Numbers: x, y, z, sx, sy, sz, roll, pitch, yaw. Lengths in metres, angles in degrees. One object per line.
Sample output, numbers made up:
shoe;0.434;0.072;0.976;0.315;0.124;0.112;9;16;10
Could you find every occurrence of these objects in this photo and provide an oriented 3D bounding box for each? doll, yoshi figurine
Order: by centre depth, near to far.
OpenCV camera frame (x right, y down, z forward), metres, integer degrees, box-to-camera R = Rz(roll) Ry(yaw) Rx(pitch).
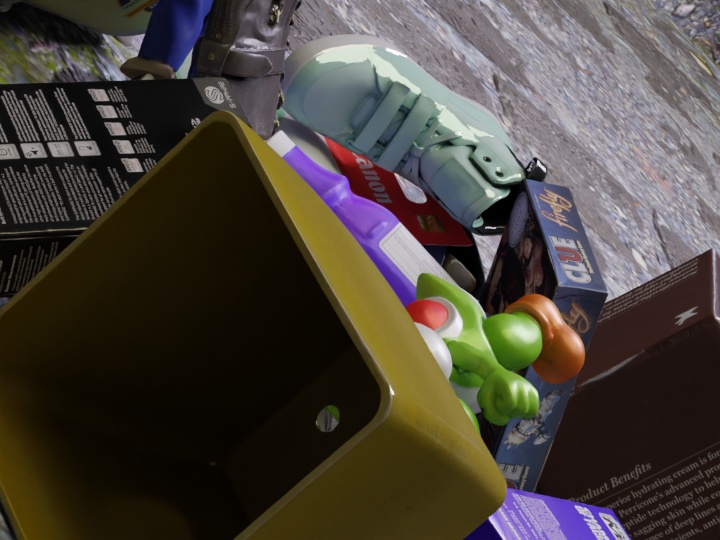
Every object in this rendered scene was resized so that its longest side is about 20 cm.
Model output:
yoshi figurine;0.051;0.076;1.603;0.112;0.113;0.200;24;19;25
doll;-0.090;-0.205;1.837;0.048;0.200;0.136;5;-23;45

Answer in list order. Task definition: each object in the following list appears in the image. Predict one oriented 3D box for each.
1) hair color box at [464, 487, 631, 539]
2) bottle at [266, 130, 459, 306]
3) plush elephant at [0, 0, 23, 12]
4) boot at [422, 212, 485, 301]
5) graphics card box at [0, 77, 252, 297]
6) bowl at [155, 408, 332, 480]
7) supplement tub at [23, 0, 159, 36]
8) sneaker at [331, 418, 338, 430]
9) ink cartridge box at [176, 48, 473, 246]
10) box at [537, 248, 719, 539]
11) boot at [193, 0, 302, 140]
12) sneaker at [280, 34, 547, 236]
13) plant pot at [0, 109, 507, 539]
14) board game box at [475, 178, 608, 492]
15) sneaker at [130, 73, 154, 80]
hair color box;0.080;0.184;1.622;0.065;0.109;0.200;55;18;24
bottle;0.000;0.000;1.785;0.200;0.084;0.065;47;52;-1
plush elephant;-0.240;-0.237;1.669;0.155;0.165;0.200;57;41;-43
boot;0.032;0.025;1.888;0.075;0.097;0.200;44;17;-19
graphics card box;-0.147;-0.046;1.511;0.200;0.051;0.126;-5;44;-25
bowl;-0.077;0.046;1.568;0.201;0.094;0.201;44;16;-16
supplement tub;-0.178;-0.236;1.874;0.145;0.145;0.200;55;18;25
sneaker;0.027;0.113;1.745;0.200;0.074;0.116;57;8;31
ink cartridge box;-0.034;-0.082;1.901;0.200;0.050;0.161;0;39;-24
box;0.220;0.125;1.946;0.200;0.166;0.164;60;14;-11
boot;-0.058;-0.166;1.800;0.069;0.174;0.200;16;17;24
sneaker;0.040;-0.086;1.877;0.200;0.074;0.118;19;24;-37
plant pot;-0.048;0.081;1.379;0.176;0.200;0.200;30;23;-50
board game box;0.100;0.061;1.812;0.035;0.200;0.136;11;28;-14
sneaker;-0.135;-0.063;1.710;0.083;0.081;0.200;53;15;-8
